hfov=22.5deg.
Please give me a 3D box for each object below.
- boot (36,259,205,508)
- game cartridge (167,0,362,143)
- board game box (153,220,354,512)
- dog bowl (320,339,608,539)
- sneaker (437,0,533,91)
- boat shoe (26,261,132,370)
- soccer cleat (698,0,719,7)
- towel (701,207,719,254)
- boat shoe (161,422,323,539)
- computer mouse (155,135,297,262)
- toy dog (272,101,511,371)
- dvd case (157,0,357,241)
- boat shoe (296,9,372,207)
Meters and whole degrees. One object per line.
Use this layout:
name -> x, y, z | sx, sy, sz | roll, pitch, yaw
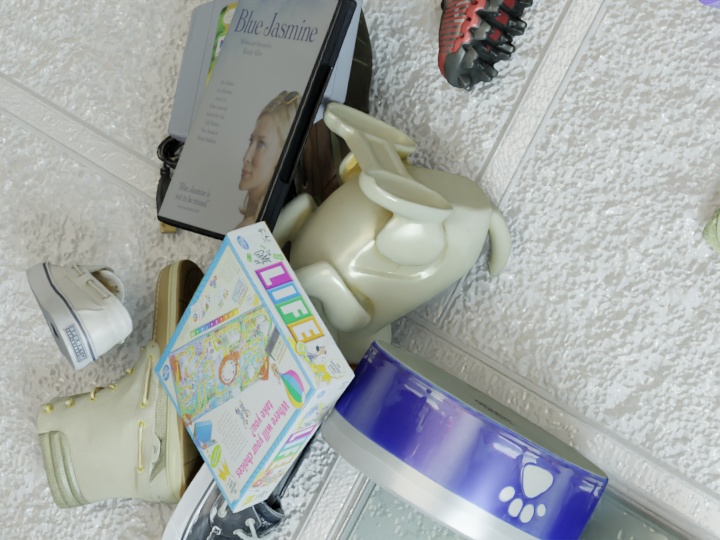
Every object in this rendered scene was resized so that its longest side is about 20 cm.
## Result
boot -> -0.194, 0.096, 1.507 | 0.153, 0.072, 0.203 | -7, 78, 28
game cartridge -> -0.081, -0.165, 1.451 | 0.199, 0.040, 0.135 | -10, 68, 47
board game box -> -0.083, 0.075, 1.338 | 0.135, 0.034, 0.200 | 59, 145, 18
dog bowl -> 0.075, 0.132, 1.293 | 0.199, 0.200, 0.079 | 32, 92, 27
sneaker -> 0.090, -0.242, 1.425 | 0.097, 0.071, 0.203 | 15, 86, 27
boat shoe -> -0.228, 0.027, 1.501 | 0.069, 0.200, 0.072 | -25, 105, -12
soccer cleat -> 0.336, -0.237, 1.308 | 0.199, 0.067, 0.077 | -29, 74, 16
towel -> 0.351, -0.056, 1.280 | 0.148, 0.036, 0.201 | 43, 102, 25
boat shoe -> -0.093, 0.186, 1.443 | 0.067, 0.072, 0.201 | 29, 87, 29
computer mouse -> -0.111, -0.044, 1.501 | 0.139, 0.046, 0.202 | -19, 73, 21
toy dog -> 0.000, 0.000, 1.389 | 0.201, 0.193, 0.140 | -57, 42, 22
dvd case -> -0.081, -0.120, 1.386 | 0.142, 0.017, 0.202 | 15, 83, 53
boat shoe -> -0.031, -0.144, 1.466 | 0.067, 0.072, 0.202 | -14, 69, 30
